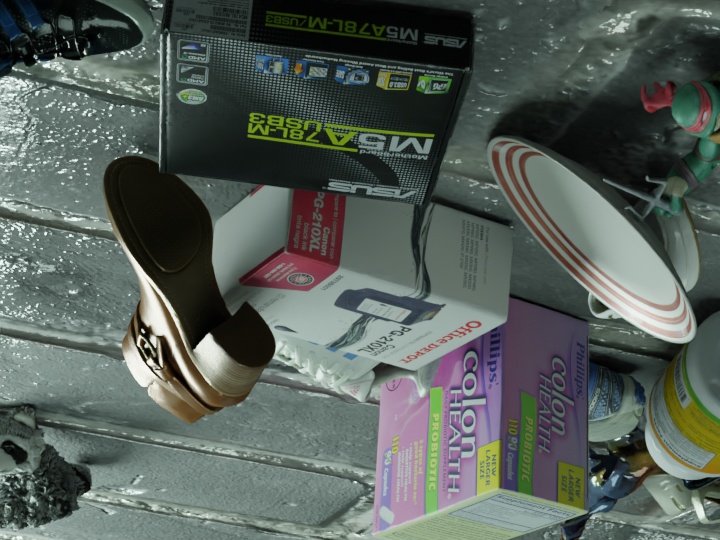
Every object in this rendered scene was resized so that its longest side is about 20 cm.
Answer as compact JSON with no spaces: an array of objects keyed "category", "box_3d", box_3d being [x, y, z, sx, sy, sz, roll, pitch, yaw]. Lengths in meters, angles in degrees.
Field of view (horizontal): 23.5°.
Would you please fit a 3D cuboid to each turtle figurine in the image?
[{"category":"turtle figurine","box_3d":[0.262,-0.085,1.115,0.200,0.101,0.150,1,176,-31]}]

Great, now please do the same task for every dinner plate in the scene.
[{"category":"dinner plate","box_3d":[0.168,-0.026,1.228,0.200,0.024,0.200,45,169,11]}]

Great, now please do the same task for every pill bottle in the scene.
[{"category":"pill bottle","box_3d":[0.318,0.118,1.532,0.111,0.111,0.200,6,156,-4]}]

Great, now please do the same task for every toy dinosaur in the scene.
[{"category":"toy dinosaur","box_3d":[0.255,0.227,1.759,0.200,0.105,0.182,7,148,15]}]

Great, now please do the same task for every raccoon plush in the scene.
[{"category":"raccoon plush","box_3d":[-0.365,0.201,1.906,0.097,0.134,0.200,-12,-173,1]}]

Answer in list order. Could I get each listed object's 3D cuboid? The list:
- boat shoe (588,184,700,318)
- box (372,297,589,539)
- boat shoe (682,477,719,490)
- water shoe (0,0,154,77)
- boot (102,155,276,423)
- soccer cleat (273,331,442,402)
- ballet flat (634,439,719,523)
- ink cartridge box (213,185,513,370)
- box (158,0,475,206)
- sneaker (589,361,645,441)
[{"category":"boat shoe","box_3d":[0.209,-0.004,1.317,0.069,0.071,0.200,-14,157,-5]},{"category":"box","box_3d":[0.106,0.144,1.546,0.097,0.176,0.200,18,152,-28]},{"category":"boat shoe","box_3d":[0.394,0.172,1.687,0.084,0.069,0.200,17,153,-25]},{"category":"water shoe","box_3d":[-0.231,-0.144,1.091,0.200,0.079,0.072,4,156,0]},{"category":"boot","box_3d":[-0.150,0.021,1.335,0.200,0.077,0.155,51,148,1]},{"category":"soccer cleat","box_3d":[-0.027,0.070,1.515,0.200,0.087,0.070,2,155,7]},{"category":"ballet flat","box_3d":[0.351,0.226,1.810,0.200,0.072,0.068,18,152,-26]},{"category":"ink cartridge box","box_3d":[0.000,0.000,1.359,0.200,0.085,0.145,17,153,-25]},{"category":"box","box_3d":[-0.035,-0.114,1.164,0.200,0.048,0.193,7,153,-5]},{"category":"sneaker","box_3d":[0.170,0.130,1.650,0.085,0.077,0.200,34,136,-31]}]
